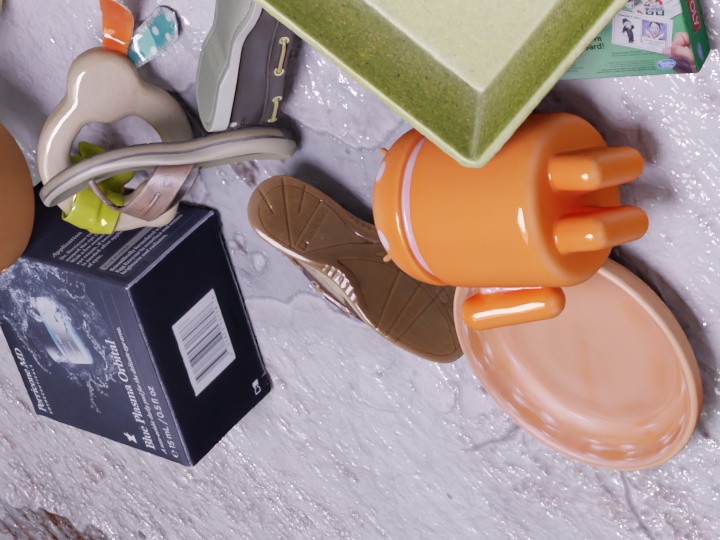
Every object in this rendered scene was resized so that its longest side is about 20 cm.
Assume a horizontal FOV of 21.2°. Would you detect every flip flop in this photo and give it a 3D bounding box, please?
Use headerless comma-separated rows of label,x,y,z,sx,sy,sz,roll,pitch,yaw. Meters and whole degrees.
flip flop,-0.145,-0.068,1.451,0.081,0.199,0.058,-63,-36,-87

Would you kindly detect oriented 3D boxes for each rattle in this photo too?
rattle,-0.195,-0.141,1.537,0.130,0.143,0.201,0,114,4

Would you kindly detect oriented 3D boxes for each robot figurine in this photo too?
robot figurine,0.091,-0.044,1.275,0.199,0.117,0.144,1,138,40

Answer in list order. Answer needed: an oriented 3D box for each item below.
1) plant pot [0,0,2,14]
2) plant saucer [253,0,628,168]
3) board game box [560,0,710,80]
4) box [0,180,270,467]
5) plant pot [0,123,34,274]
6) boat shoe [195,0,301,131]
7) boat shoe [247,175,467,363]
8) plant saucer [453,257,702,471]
plant pot,-0.400,-0.224,1.533,0.188,0.201,0.201,5,130,23
plant saucer,0.050,-0.188,1.149,0.200,0.048,0.200,38,134,-3
board game box,0.104,-0.180,1.181,0.199,0.029,0.135,0,125,30
box,-0.206,0.041,1.649,0.199,0.117,0.197,14,134,37
plant pot,-0.356,-0.053,1.538,0.199,0.140,0.201,11,109,37
boat shoe,-0.069,-0.180,1.356,0.202,0.060,0.072,112,147,-48
boat shoe,0.000,0.000,1.465,0.200,0.072,0.072,33,174,-1
plant saucer,0.159,0.055,1.377,0.200,0.037,0.201,26,140,24
